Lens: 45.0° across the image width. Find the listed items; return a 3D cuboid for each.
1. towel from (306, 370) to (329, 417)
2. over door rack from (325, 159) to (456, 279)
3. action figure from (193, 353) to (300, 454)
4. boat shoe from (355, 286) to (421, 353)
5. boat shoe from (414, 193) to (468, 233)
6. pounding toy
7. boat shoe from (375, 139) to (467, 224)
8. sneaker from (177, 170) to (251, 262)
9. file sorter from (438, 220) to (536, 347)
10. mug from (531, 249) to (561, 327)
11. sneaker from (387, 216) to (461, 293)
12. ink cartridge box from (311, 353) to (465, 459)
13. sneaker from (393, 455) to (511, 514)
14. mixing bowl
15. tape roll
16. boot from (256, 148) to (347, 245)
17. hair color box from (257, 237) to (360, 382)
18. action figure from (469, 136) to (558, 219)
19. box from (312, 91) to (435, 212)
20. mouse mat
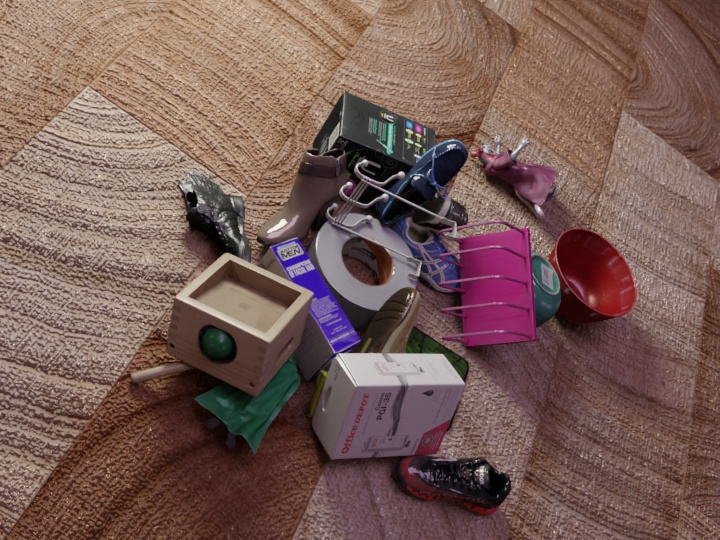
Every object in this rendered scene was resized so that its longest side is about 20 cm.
[{"bbox_3d":[0.012,0.199,1.387,0.198,0.087,0.018,6,29,-31],"label":"towel"},{"bbox_3d":[0.054,-0.091,1.474,0.199,0.148,0.067,33,52,-5],"label":"over door rack"},{"bbox_3d":[-0.151,0.185,1.314,0.118,0.055,0.200,44,41,4],"label":"action figure"},{"bbox_3d":[0.047,0.125,1.430,0.076,0.072,0.201,36,86,-28],"label":"boat shoe"},{"bbox_3d":[0.150,-0.106,1.628,0.060,0.072,0.201,27,5,-11],"label":"boat shoe"},{"bbox_3d":[-0.202,0.096,1.282,0.182,0.143,0.200,24,32,10],"label":"pounding toy"},{"bbox_3d":[0.114,-0.145,1.538,0.084,0.200,0.069,36,26,-21],"label":"boat shoe"},{"bbox_3d":[-0.242,-0.075,1.433,0.103,0.060,0.202,10,50,-27],"label":"sneaker"},{"bbox_3d":[0.216,0.024,1.525,0.125,0.138,0.203,14,71,-55],"label":"file sorter"},{"bbox_3d":[0.297,0.019,1.636,0.151,0.114,0.187,-17,75,-51],"label":"mug"},{"bbox_3d":[0.131,-0.027,1.615,0.199,0.077,0.076,30,47,-15],"label":"sneaker"},{"bbox_3d":[0.042,0.210,1.344,0.198,0.148,0.083,3,30,-30],"label":"ink cartridge box"},{"bbox_3d":[0.153,0.328,1.375,0.198,0.098,0.072,20,53,-18],"label":"sneaker"},{"bbox_3d":[0.442,0.029,1.747,0.198,0.109,0.202,16,52,-21],"label":"mixing bowl"},{"bbox_3d":[0.000,0.000,1.520,0.198,0.066,0.202,15,52,-20],"label":"tape roll"},{"bbox_3d":[-0.097,-0.134,1.495,0.070,0.148,0.199,27,32,26],"label":"boot"},{"bbox_3d":[-0.093,0.063,1.395,0.064,0.109,0.201,-23,74,-40],"label":"hair color box"},{"bbox_3d":[0.323,-0.211,1.868,0.198,0.134,0.151,19,93,-4],"label":"action figure"},{"bbox_3d":[0.023,-0.210,1.623,0.198,0.149,0.125,20,49,-19],"label":"box"},{"bbox_3d":[0.093,0.169,1.507,0.199,0.008,0.162,32,48,-8],"label":"mouse mat"}]
